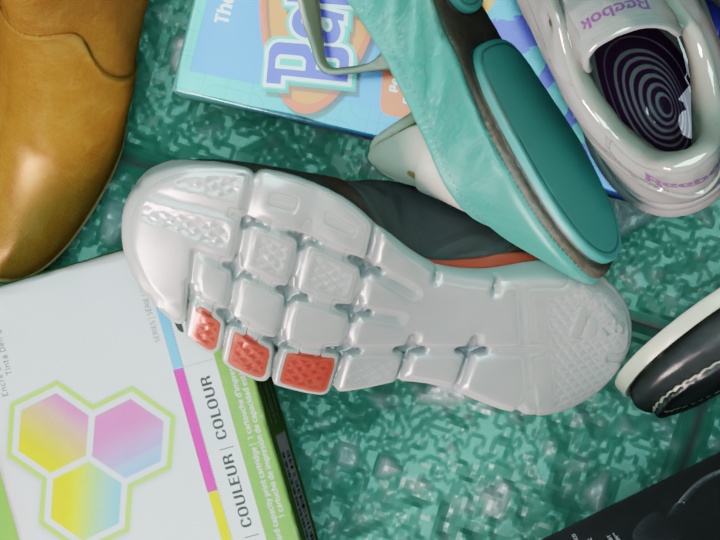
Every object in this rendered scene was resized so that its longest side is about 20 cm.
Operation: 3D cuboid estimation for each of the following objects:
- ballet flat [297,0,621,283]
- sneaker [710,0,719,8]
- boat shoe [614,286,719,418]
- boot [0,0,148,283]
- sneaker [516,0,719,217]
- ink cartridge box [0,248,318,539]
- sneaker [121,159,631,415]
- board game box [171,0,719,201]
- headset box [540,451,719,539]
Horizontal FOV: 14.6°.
[{"bbox_3d":[0.024,-0.076,1.033,0.070,0.067,0.200,-29,87,25],"label":"ballet flat"},{"bbox_3d":[0.181,-0.118,1.014,0.087,0.074,0.200,-28,128,30],"label":"sneaker"},{"bbox_3d":[0.194,0.015,1.054,0.199,0.075,0.066,-27,76,-6],"label":"boat shoe"},{"bbox_3d":[-0.119,-0.092,1.042,0.071,0.144,0.201,21,91,5],"label":"boot"},{"bbox_3d":[0.087,-0.117,1.005,0.075,0.100,0.200,-26,87,5],"label":"sneaker"},{"bbox_3d":[-0.128,0.081,1.075,0.200,0.076,0.148,-16,88,3],"label":"ink cartridge box"},{"bbox_3d":[0.000,0.000,1.045,0.200,0.082,0.077,18,110,-22],"label":"sneaker"},{"bbox_3d":[0.042,-0.117,1.079,0.200,0.045,0.152,13,91,4],"label":"board game box"},{"bbox_3d":[0.124,0.156,1.008,0.200,0.077,0.149,-26,67,-14],"label":"headset box"}]
